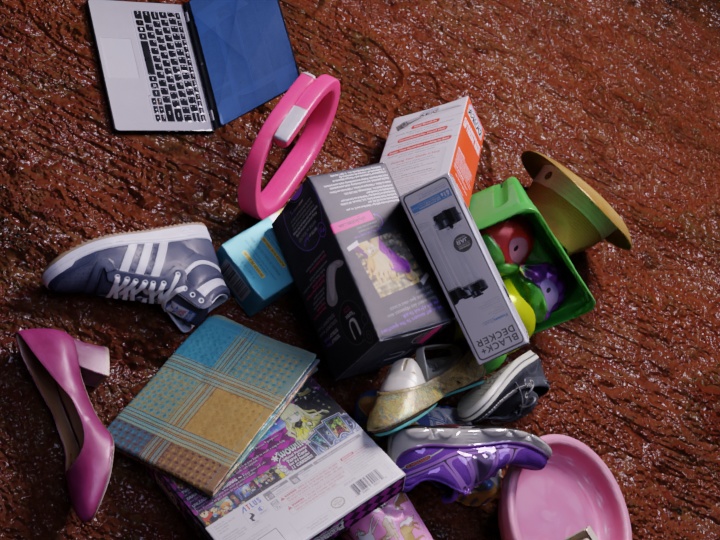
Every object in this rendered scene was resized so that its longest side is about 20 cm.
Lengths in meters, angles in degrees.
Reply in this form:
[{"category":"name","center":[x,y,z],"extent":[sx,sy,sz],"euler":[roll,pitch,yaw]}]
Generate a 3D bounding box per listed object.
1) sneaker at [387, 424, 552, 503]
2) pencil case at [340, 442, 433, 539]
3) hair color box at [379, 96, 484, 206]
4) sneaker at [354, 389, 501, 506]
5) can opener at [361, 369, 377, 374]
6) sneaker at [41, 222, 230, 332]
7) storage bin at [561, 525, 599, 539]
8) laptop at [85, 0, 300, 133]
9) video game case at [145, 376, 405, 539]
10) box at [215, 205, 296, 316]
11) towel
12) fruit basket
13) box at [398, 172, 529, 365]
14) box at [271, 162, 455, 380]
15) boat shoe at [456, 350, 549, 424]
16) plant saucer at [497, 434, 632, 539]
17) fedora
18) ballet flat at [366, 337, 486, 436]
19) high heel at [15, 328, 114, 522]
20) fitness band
[{"category":"sneaker","center":[0.115,0.209,1.225],"extent":[0.199,0.081,0.084],"euler":[4,84,-26]},{"category":"pencil case","center":[0.032,0.285,1.205],"extent":[0.086,0.083,0.200],"euler":[-24,77,-35]},{"category":"hair color box","center":[0.083,-0.125,1.401],"extent":[0.064,0.111,0.200],"euler":[58,31,-32]},{"category":"sneaker","center":[0.079,0.187,1.297],"extent":[0.200,0.075,0.088],"euler":[38,44,-17]},{"category":"can opener","center":[0.048,0.062,1.363],"extent":[0.200,0.053,0.067],"euler":[-26,111,-36]},{"category":"sneaker","center":[-0.231,0.018,1.210],"extent":[0.200,0.070,0.109],"euler":[-15,71,-37]},{"category":"storage bin","center":[0.206,0.406,1.167],"extent":[0.200,0.198,0.094],"euler":[55,36,7]},{"category":"laptop","center":[-0.202,-0.273,1.353],"extent":[0.199,0.116,0.188],"euler":[-4,66,-30]},{"category":"video game case","center":[-0.087,0.205,1.148],"extent":[0.200,0.036,0.181],"euler":[-29,54,-28]},{"category":"box","center":[-0.076,-0.032,1.335],"extent":[0.200,0.049,0.082],"euler":[-35,84,-37]},{"category":"towel","center":[-0.154,0.135,1.178],"extent":[0.146,0.022,0.200],"euler":[21,49,21]},{"category":"fruit basket","center":[0.180,0.023,1.356],"extent":[0.216,0.155,0.216],"euler":[51,25,-35]},{"category":"box","center":[0.115,-0.003,1.235],"extent":[0.060,0.117,0.200],"euler":[-26,91,8]},{"category":"box","center":[0.000,0.000,1.250],"extent":[0.106,0.122,0.200],"euler":[-13,71,-31]},{"category":"boat shoe","center":[0.175,0.146,1.332],"extent":[0.062,0.075,0.200],"euler":[58,27,7]},{"category":"plant saucer","center":[0.230,0.293,1.312],"extent":[0.200,0.051,0.201],"euler":[18,59,-33]},{"category":"fedora","center":[0.265,-0.071,1.492],"extent":[0.201,0.201,0.082],"euler":[43,89,-2]},{"category":"ballet flat","center":[0.066,0.119,1.227],"extent":[0.200,0.071,0.071],"euler":[-20,75,-49]},{"category":"high heel","center":[-0.296,0.149,1.105],"extent":[0.096,0.067,0.200],"euler":[17,42,-32]},{"category":"fitness band","center":[-0.083,-0.148,1.334],"extent":[0.037,0.144,0.200],"euler":[27,56,9]}]
